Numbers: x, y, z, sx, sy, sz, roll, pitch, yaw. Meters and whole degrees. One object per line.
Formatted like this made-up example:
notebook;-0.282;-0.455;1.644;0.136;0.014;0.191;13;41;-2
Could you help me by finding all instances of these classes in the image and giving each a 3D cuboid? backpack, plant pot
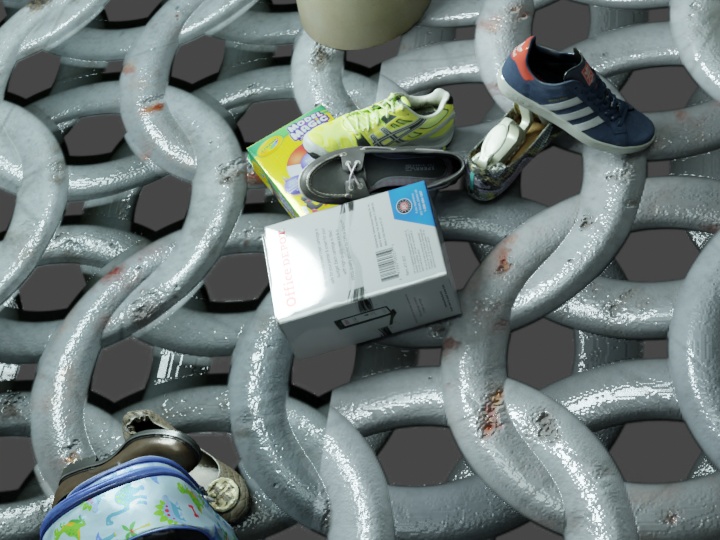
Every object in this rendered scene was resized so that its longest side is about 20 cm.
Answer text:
backpack;-0.224;0.278;1.546;0.183;0.200;0.147;-25;53;-1
plant pot;-0.016;-0.427;2.015;0.187;0.200;0.188;-9;51;11

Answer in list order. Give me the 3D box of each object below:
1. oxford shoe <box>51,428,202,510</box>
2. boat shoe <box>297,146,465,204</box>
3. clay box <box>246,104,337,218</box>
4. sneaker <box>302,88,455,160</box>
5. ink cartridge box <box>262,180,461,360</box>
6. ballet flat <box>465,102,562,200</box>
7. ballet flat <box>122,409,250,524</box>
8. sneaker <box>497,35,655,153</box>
oxford shoe;-0.250;0.231;1.642;0.200;0.073;0.085;-28;25;30
boat shoe;0.028;-0.117;1.797;0.199;0.057;0.067;-7;87;-20
clay box;-0.056;-0.124;1.896;0.115;0.048;0.200;-32;52;-10
sneaker;0.022;-0.178;1.853;0.199;0.077;0.075;-15;48;-25
ink cartridge box;0.000;0.000;1.761;0.199;0.084;0.146;-16;51;7
ballet flat;0.193;-0.169;1.839;0.072;0.072;0.200;27;66;32
ballet flat;-0.197;0.210;1.690;0.067;0.046;0.200;-43;53;-15
sneaker;0.261;-0.207;1.789;0.199;0.085;0.075;23;51;-5
